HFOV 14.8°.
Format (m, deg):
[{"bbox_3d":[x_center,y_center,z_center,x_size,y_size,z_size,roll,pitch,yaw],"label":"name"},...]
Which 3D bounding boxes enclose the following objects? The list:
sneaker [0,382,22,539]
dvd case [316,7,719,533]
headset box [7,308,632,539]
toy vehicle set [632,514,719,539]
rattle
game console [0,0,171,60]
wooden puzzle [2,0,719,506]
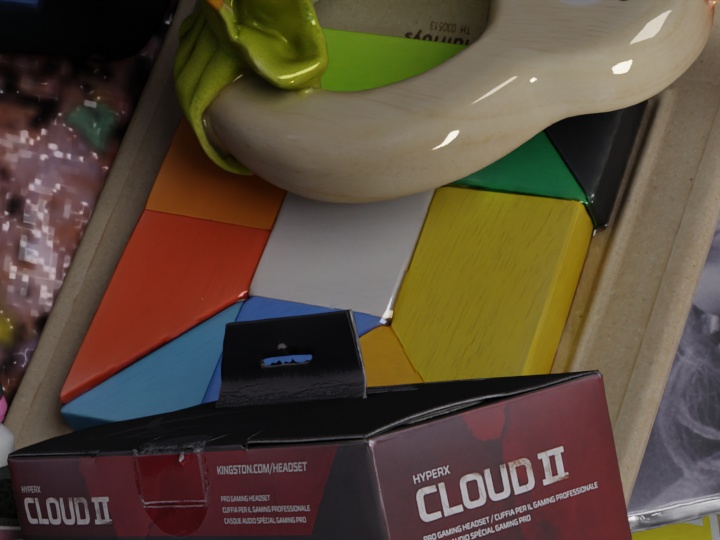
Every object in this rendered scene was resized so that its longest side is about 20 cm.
[{"bbox_3d":[-0.155,0.110,0.707,0.200,0.080,0.086,-34,102,-21],"label":"sneaker"},{"bbox_3d":[0.073,-0.020,0.792,0.148,0.016,0.200,-12,60,0],"label":"dvd case"},{"bbox_3d":[-0.003,0.110,0.653,0.075,0.148,0.201,-13,93,-39],"label":"headset box"},{"bbox_3d":[0.056,0.061,0.800,0.124,0.027,0.200,12,53,-20],"label":"toy vehicle set"},{"bbox_3d":[0.031,-0.102,0.712,0.130,0.200,0.143,-56,135,-46],"label":"rattle"},{"bbox_3d":[-0.090,-0.137,0.723,0.200,0.031,0.177,0,118,-54],"label":"game console"},{"bbox_3d":[0.000,0.000,0.761,0.185,0.037,0.200,9,69,25],"label":"wooden puzzle"}]
